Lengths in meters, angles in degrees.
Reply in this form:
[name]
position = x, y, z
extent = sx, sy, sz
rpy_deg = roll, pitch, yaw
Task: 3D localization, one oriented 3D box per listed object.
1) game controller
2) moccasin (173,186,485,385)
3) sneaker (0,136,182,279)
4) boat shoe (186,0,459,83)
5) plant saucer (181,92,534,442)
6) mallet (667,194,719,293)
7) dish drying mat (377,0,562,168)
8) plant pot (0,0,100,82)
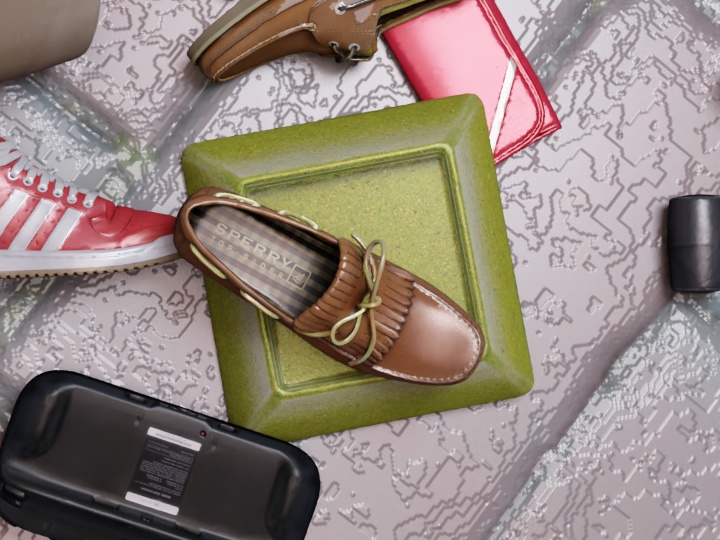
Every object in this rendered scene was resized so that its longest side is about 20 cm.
[game controller]
position = -0.127, 0.135, 1.134
extent = 0.200, 0.042, 0.105
rpy_deg = 19, 88, -8
[moccasin]
position = -0.017, 0.009, 1.080
extent = 0.201, 0.078, 0.074
rpy_deg = 34, 87, -4
[sneaker]
position = -0.203, -0.052, 1.115
extent = 0.199, 0.071, 0.113
rpy_deg = -3, 92, -6
[boat shoe]
position = -0.011, -0.163, 1.135
extent = 0.200, 0.072, 0.068
rpy_deg = -29, 90, 3
[plant saucer]
position = 0.000, 0.000, 1.144
extent = 0.199, 0.048, 0.200
rpy_deg = -11, 91, -3
[mallet]
position = 0.291, -0.008, 1.156
extent = 0.200, 0.041, 0.066
rpy_deg = 8, 95, 25
[dish drying mat]
position = 0.053, -0.163, 1.180
extent = 0.077, 0.018, 0.200
rpy_deg = -30, 93, -6
[plant pot]
position = -0.250, -0.181, 1.065
extent = 0.173, 0.200, 0.201
rpy_deg = -4, 89, -24
